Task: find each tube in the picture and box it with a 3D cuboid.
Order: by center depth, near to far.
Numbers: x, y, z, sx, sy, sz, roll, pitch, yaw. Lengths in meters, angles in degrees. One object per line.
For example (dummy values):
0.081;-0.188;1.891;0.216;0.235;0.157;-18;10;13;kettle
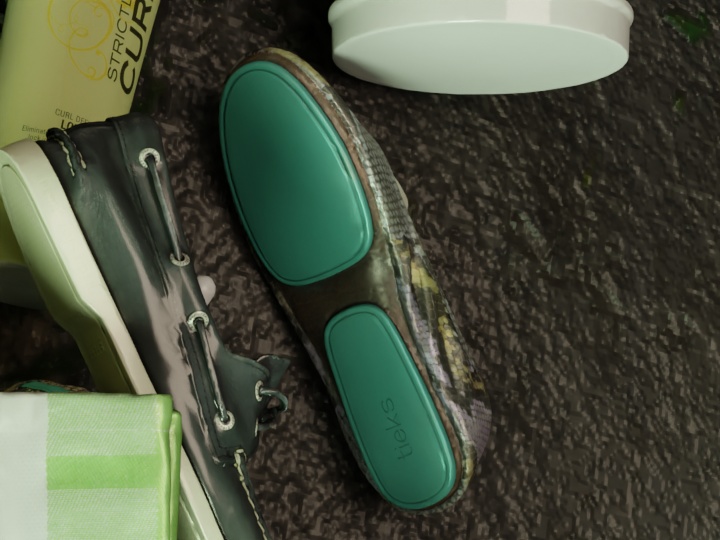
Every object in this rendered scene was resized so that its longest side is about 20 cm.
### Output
-0.112;-0.086;0.947;0.058;0.052;0.201;62;36;-64;tube

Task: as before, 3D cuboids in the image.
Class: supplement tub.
0.050;-0.184;1.010;0.145;0.145;0.202;7;79;-32;supplement tub

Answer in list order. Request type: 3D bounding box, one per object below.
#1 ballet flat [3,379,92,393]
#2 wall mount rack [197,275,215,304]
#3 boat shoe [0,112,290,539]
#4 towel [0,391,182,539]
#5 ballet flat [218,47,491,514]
-0.081;0.134;0.836;0.068;0.075;0.201;-20;98;-32;ballet flat
-0.140;0.068;0.887;0.199;0.074;0.175;23;71;-30;wall mount rack
-0.059;0.037;0.860;0.066;0.074;0.200;-27;92;-19;boat shoe
-0.157;0.112;0.801;0.198;0.031;0.150;1;88;5;towel
0.000;0.000;1.006;0.072;0.072;0.201;-27;98;-33;ballet flat
